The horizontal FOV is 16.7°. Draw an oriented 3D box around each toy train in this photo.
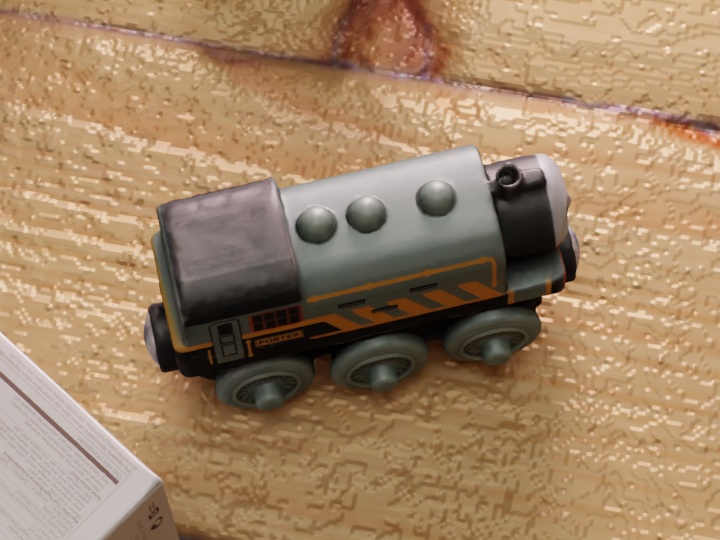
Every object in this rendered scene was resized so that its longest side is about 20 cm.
[{"bbox_3d":[0.000,0.000,1.070,0.198,0.114,0.086,-12,65,-3],"label":"toy train"}]

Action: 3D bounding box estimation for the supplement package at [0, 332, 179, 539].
[{"bbox_3d":[-0.184,0.140,1.015,0.114,0.110,0.200,40,72,19],"label":"supplement package"}]
